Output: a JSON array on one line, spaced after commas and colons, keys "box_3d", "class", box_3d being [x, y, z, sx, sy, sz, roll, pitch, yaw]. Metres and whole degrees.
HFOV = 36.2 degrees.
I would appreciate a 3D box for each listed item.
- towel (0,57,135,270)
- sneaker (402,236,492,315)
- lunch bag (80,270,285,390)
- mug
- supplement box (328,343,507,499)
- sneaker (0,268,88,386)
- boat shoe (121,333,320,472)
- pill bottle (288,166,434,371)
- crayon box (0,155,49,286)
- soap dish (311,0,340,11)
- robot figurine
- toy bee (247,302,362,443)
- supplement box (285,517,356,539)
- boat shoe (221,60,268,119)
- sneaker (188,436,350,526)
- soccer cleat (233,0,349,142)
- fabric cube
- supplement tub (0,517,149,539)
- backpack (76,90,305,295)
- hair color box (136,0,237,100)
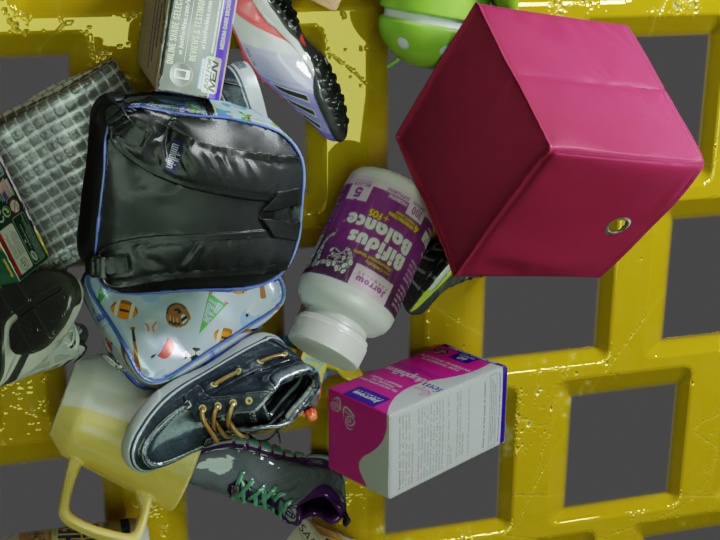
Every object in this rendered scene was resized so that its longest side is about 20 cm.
[{"box_3d": [-0.294, -0.097, 1.117, 0.199, 0.086, 0.167, -31, 112, -4], "class": "towel"}, {"box_3d": [0.132, -0.014, 1.275, 0.200, 0.074, 0.081, -42, 116, 2], "class": "sneaker"}, {"box_3d": [-0.185, 0.028, 1.150, 0.199, 0.075, 0.161, -32, 92, -23], "class": "lunch bag"}, {"box_3d": [-0.249, 0.172, 1.173, 0.152, 0.187, 0.150, 22, 119, -12], "class": "mug"}, {"box_3d": [0.066, 0.166, 1.252, 0.199, 0.101, 0.105, -18, 115, -42], "class": "supplement box"}, {"box_3d": [-0.318, 0.050, 1.132, 0.200, 0.115, 0.076, -38, 79, 35], "class": "sneaker"}, {"box_3d": [-0.136, 0.138, 1.084, 0.200, 0.091, 0.071, -37, 128, -22], "class": "boat shoe"}, {"box_3d": [0.000, 0.000, 1.183, 0.112, 0.112, 0.202, 31, 72, -22], "class": "pill bottle"}, {"box_3d": [-0.417, -0.073, 1.054, 0.171, 0.058, 0.202, -12, 112, 27], "class": "crayon box"}, {"box_3d": [-0.055, -0.384, 1.090, 0.156, 0.081, 0.202, 22, 101, -16], "class": "soap dish"}, {"box_3d": [0.081, -0.302, 1.141, 0.173, 0.116, 0.203, 13, 106, 9], "class": "robot figurine"}, {"box_3d": [-0.058, 0.120, 1.243, 0.129, 0.109, 0.203, -3, 108, -17], "class": "toy bee"}, {"box_3d": [-0.078, 0.407, 1.324, 0.200, 0.074, 0.126, -50, 138, 4], "class": "supplement box"}, {"box_3d": [-0.133, -0.111, 1.161, 0.090, 0.071, 0.202, -23, 112, -14], "class": "boat shoe"}, {"box_3d": [-0.105, 0.249, 1.274, 0.197, 0.088, 0.075, 8, 122, -18], "class": "sneaker"}, {"box_3d": [-0.080, -0.214, 1.160, 0.073, 0.069, 0.201, -22, 121, 20], "class": "soccer cleat"}, {"box_3d": [0.186, -0.125, 1.127, 0.197, 0.202, 0.197, 1, 143, -31], "class": "fabric cube"}, {"box_3d": [-0.330, 0.358, 1.220, 0.197, 0.144, 0.146, -5, 109, -15], "class": "supplement tub"}, {"box_3d": [-0.160, -0.077, 1.042, 0.198, 0.147, 0.185, 2, 108, -24], "class": "backpack"}, {"box_3d": [-0.167, -0.233, 1.046, 0.064, 0.200, 0.111, 7, 105, -17], "class": "hair color box"}]
